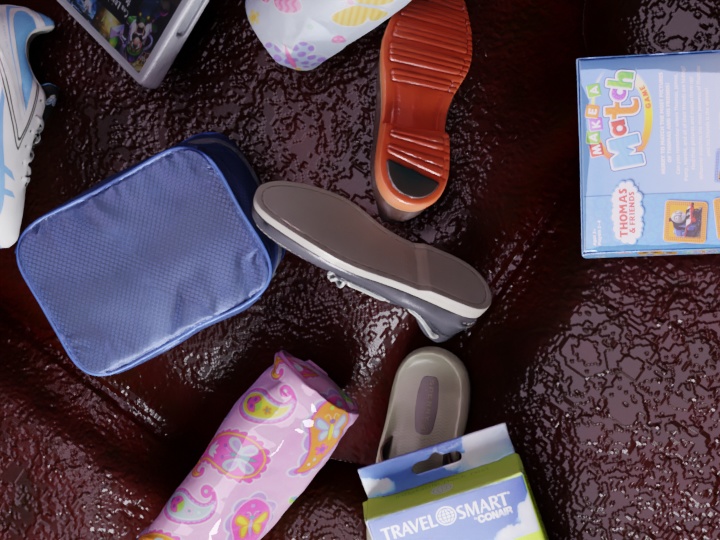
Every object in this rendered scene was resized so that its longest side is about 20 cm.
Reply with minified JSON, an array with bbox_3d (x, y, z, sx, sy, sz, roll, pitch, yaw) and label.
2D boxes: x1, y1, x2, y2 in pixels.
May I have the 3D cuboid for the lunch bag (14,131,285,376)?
[{"bbox_3d":[-0.162,-0.012,1.165,0.200,0.132,0.136,-26,97,9],"label":"lunch bag"}]

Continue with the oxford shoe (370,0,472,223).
[{"bbox_3d":[0.037,-0.132,1.159,0.071,0.073,0.200,16,69,-11],"label":"oxford shoe"}]

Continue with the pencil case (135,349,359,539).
[{"bbox_3d":[-0.089,0.159,1.162,0.087,0.087,0.200,38,96,12],"label":"pencil case"}]

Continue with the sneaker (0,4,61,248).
[{"bbox_3d":[-0.283,-0.117,1.231,0.072,0.072,0.200,2,93,-7],"label":"sneaker"}]

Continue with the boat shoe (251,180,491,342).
[{"bbox_3d":[0.000,0.000,1.124,0.200,0.073,0.063,25,129,-18],"label":"boat shoe"}]

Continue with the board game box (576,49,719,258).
[{"bbox_3d":[0.264,-0.088,1.121,0.200,0.037,0.152,-2,86,12],"label":"board game box"}]

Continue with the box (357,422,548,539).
[{"bbox_3d":[0.083,0.225,1.100,0.122,0.048,0.200,-18,102,4],"label":"box"}]

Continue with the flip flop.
[{"bbox_3d":[0.046,0.158,1.143,0.081,0.058,0.200,6,88,13],"label":"flip flop"}]

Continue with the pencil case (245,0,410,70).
[{"bbox_3d":[0.002,-0.231,1.127,0.200,0.083,0.091,-32,45,36],"label":"pencil case"}]

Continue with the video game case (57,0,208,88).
[{"bbox_3d":[-0.174,-0.270,1.185,0.200,0.023,0.182,45,109,33],"label":"video game case"}]
